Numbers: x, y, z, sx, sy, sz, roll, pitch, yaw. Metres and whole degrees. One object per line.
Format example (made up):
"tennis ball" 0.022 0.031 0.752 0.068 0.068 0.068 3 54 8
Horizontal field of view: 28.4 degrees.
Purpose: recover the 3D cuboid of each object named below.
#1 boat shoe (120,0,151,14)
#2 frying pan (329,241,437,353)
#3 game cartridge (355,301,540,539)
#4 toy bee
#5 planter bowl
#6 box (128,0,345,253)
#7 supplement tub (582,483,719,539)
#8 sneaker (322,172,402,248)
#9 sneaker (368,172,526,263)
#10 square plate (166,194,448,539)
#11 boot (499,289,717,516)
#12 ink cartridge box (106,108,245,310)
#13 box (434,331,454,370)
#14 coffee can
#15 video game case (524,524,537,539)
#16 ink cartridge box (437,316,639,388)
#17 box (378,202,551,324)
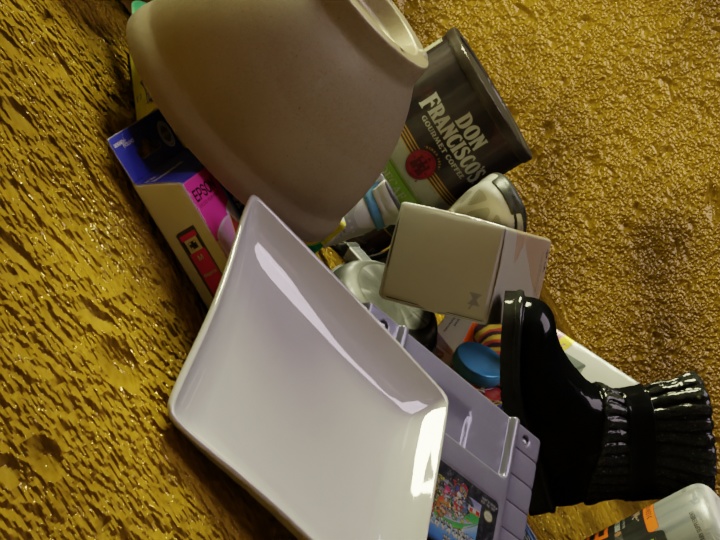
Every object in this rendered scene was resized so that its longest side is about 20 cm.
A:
"boat shoe" -0.177 -0.245 1.070 0.200 0.070 0.071 54 16 -69
"frying pan" 0.014 0.005 1.253 0.114 0.031 0.191 17 38 -31
"game cartridge" 0.049 0.128 0.971 0.200 0.038 0.131 39 46 -33
"toy bee" 0.113 0.122 1.226 0.108 0.131 0.201 29 52 5
"planter bowl" -0.040 -0.140 0.957 0.200 0.134 0.201 44 18 -19
"box" -0.099 -0.104 1.036 0.200 0.048 0.118 42 18 -33
"supplement tub" 0.204 0.258 1.085 0.123 0.199 0.123 55 14 -20
"sneaker" -0.047 -0.066 1.175 0.200 0.086 0.076 30 -32 63
"sneaker" 0.075 -0.016 1.339 0.076 0.114 0.201 61 -27 11
"square plate" -0.027 0.082 0.836 0.198 0.028 0.201 47 32 -23
"boot" 0.193 0.098 1.111 0.080 0.156 0.213 -81 160 -55
"ink cartridge box" -0.084 -0.015 0.918 0.201 0.037 0.095 58 21 -9
"box" 0.087 0.114 1.336 0.041 0.039 0.200 15 -26 45
"coffee can" 0.047 -0.119 1.383 0.147 0.199 0.147 55 12 -17
"video game case" 0.135 0.254 1.265 0.201 0.023 0.182 58 11 -4
"ink cartridge box" 0.177 0.116 1.391 0.199 0.088 0.146 35 -11 28
"box" 0.091 -0.003 1.179 0.200 0.094 0.079 5 99 -74
